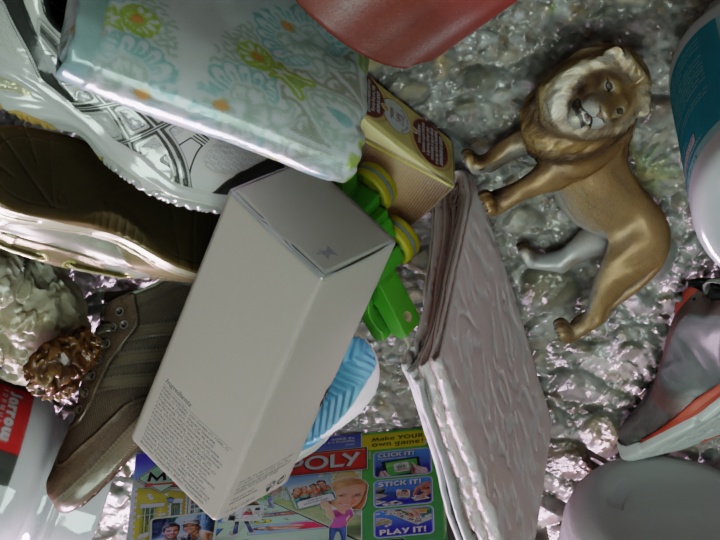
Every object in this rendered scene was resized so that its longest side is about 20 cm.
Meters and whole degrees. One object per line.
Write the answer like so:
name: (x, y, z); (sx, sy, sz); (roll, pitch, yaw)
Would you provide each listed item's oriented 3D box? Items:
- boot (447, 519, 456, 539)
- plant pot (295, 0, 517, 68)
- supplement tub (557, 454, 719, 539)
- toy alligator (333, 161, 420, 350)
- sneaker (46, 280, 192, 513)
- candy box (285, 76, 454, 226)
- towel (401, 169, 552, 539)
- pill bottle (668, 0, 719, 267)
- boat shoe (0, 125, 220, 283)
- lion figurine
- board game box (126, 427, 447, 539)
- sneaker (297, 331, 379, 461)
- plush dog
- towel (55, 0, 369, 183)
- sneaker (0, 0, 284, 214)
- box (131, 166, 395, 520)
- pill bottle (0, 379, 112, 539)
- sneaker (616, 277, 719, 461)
boot: (0.004, 0.178, 1.896); (0.199, 0.075, 0.074); (-7, 100, -15)
plant pot: (0.053, -0.223, 1.568); (0.201, 0.201, 0.195); (38, 124, -21)
supplement tub: (0.184, 0.235, 1.877); (0.144, 0.145, 0.200); (8, 123, -5)
toy alligator: (0.000, 0.000, 1.720); (0.054, 0.059, 0.200); (15, 139, 43)
sneaker: (-0.138, 0.053, 1.776); (0.075, 0.070, 0.200); (39, 79, 0)
candy box: (-0.055, -0.083, 1.727); (0.200, 0.055, 0.115); (37, 117, -20)
towel: (0.071, 0.072, 1.745); (0.032, 0.191, 0.200); (-7, 125, 16)
pill bottle: (0.231, -0.084, 1.639); (0.110, 0.200, 0.111); (0, 123, -1)
boat shoe: (-0.148, -0.032, 1.682); (0.200, 0.074, 0.066); (19, 150, -32)
lion figurine: (0.141, -0.046, 1.752); (0.122, 0.073, 0.200); (-26, 133, 7)
board game box: (-0.045, 0.155, 1.833); (0.199, 0.135, 0.029); (-6, 123, 4)
sneaker: (-0.044, 0.076, 1.781); (0.200, 0.081, 0.077); (-32, 79, 51)
plush dog: (-0.232, 0.002, 1.735); (0.161, 0.200, 0.172); (-49, 123, -6)
towel: (-0.075, -0.147, 1.605); (0.171, 0.200, 0.048); (18, 133, -13)
sneaker: (-0.122, -0.104, 1.638); (0.200, 0.076, 0.088); (26, 118, -14)
box: (-0.058, 0.041, 1.669); (0.082, 0.068, 0.200); (43, 131, 21)
pill bottle: (-0.258, 0.111, 1.818); (0.199, 0.114, 0.114); (19, 121, -12)
sneaker: (0.221, 0.047, 1.812); (0.077, 0.082, 0.200); (-9, 154, -43)
